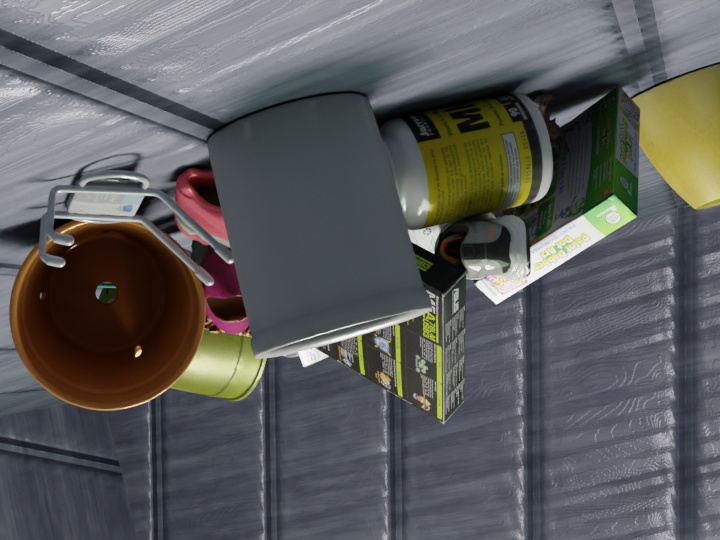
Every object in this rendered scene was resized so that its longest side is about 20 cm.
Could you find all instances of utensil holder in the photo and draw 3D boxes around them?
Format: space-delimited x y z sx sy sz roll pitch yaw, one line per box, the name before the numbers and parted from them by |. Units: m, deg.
utensil holder | -0.042 -0.039 1.377 0.168 0.202 0.170 -16 174 -2

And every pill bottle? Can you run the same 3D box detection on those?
pill bottle | 0.081 -0.104 1.516 0.198 0.116 0.114 -14 174 -19

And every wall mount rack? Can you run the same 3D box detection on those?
wall mount rack | -0.212 -0.037 1.435 0.171 0.076 0.200 3 169 -15

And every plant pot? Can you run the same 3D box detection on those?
plant pot | -0.266 0.033 1.611 0.198 0.203 0.140 -15 -170 -7
plant pot | -0.254 0.077 2.087 0.191 0.203 0.200 4 164 -34
plant pot | 0.425 -0.155 1.810 0.197 0.144 0.200 -15 174 -2

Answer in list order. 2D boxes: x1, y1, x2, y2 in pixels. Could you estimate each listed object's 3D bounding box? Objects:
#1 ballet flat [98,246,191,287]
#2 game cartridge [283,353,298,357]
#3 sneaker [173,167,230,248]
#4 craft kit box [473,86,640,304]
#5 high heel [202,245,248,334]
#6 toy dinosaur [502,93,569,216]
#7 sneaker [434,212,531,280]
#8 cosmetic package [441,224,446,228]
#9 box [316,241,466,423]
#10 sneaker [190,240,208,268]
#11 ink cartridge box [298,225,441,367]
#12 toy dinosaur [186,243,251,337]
ballet flat | -0.245 -0.004 1.745 0.197 0.069 0.068 9 -175 17
game cartridge | -0.054 0.033 1.829 0.038 0.131 0.199 10 -174 24
sneaker | -0.094 -0.046 1.480 0.198 0.074 0.087 17 156 8
craft kit box | 0.216 -0.084 1.665 0.197 0.048 0.201 -37 -155 34
high heel | -0.137 0.037 1.601 0.067 0.097 0.201 -13 147 -3
toy dinosaur | 0.160 -0.132 1.683 0.136 0.086 0.200 -53 -162 -4
sneaker | 0.108 -0.026 1.556 0.078 0.075 0.200 -2 -179 -15
cosmetic package | 0.061 -0.024 1.848 0.071 0.202 0.101 30 163 -9
box | 0.022 0.040 1.580 0.048 0.192 0.201 -45 147 -33
sneaker | -0.135 -0.064 1.622 0.073 0.083 0.200 15 139 -27
ink cartridge box | 0.000 0.000 1.692 0.198 0.044 0.199 -20 135 -3
toy dinosaur | -0.182 0.024 1.799 0.135 0.200 0.102 -39 167 -25
